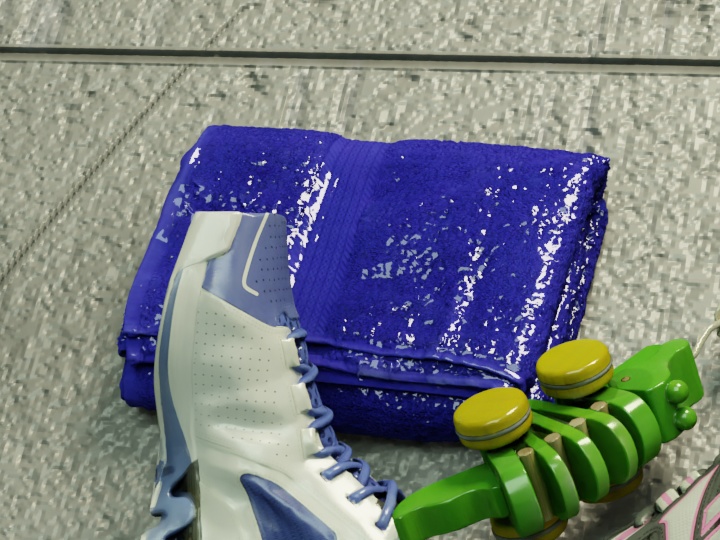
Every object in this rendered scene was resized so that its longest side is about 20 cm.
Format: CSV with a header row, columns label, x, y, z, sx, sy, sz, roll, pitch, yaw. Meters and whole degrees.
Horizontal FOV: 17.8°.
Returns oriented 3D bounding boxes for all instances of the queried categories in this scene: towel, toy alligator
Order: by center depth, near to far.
label,x,y,z,sx,sy,sz,roll,pitch,yaw
toy alligator,0.103,0.058,0.904,0.199,0.060,0.054,-28,23,-24
towel,0.000,0.000,1.003,0.199,0.050,0.148,5,62,20

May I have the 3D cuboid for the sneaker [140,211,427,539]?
label,x,y,z,sx,sy,sz,roll,pitch,yaw
sneaker,-0.026,0.080,0.932,0.115,0.081,0.201,5,87,6

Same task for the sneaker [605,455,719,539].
label,x,y,z,sx,sy,sz,roll,pitch,yaw
sneaker,0.134,0.106,0.875,0.086,0.080,0.200,12,57,35
